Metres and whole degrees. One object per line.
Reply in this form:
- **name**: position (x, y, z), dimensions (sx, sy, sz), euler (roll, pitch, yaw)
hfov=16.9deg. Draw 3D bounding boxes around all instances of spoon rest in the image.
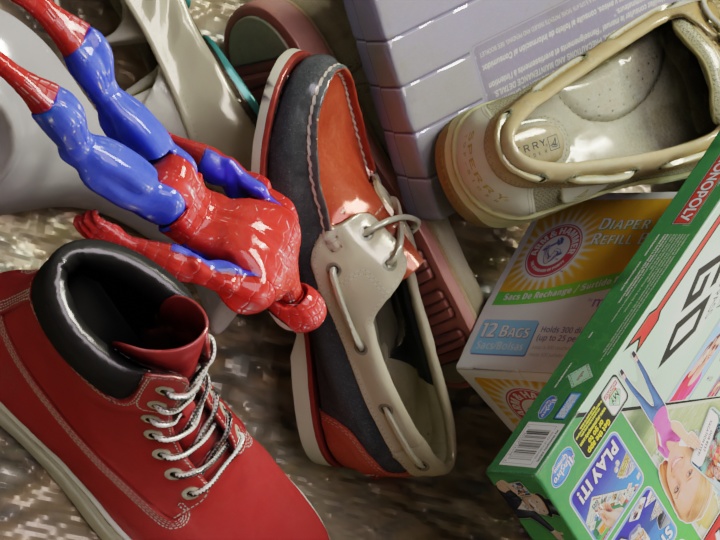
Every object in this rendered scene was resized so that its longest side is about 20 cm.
- **spoon rest**: position (-0.133, -0.043, 1.017), dimensions (0.199, 0.061, 0.100), euler (31, 107, -24)

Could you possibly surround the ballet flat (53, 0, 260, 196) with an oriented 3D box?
- **ballet flat**: position (-0.093, -0.097, 1.061), dimensions (0.069, 0.069, 0.201), euler (-28, 93, -31)

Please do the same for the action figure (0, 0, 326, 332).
- **action figure**: position (-0.084, -0.038, 0.962), dimensions (0.200, 0.052, 0.066), euler (41, 44, -25)

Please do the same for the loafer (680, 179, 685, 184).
- **loafer**: position (0.214, -0.017, 1.150), dimensions (0.075, 0.200, 0.070), euler (-24, 111, -5)

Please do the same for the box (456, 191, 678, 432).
- **box**: position (0.153, 0.064, 1.105), dimensions (0.200, 0.112, 0.102), euler (48, 59, -34)

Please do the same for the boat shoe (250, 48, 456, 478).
- **boat shoe**: position (0.000, 0.000, 1.039), dimensions (0.071, 0.062, 0.201), euler (-41, 131, -49)

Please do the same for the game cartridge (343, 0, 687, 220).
- **game cartridge**: position (0.085, -0.116, 1.077), dimensions (0.199, 0.038, 0.130), euler (-27, 115, -29)

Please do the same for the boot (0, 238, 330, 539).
- **boot**: position (-0.068, 0.068, 0.987), dimensions (0.200, 0.144, 0.073), euler (42, 62, -17)

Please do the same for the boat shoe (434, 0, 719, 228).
- **boat shoe**: position (0.126, -0.075, 1.044), dimensions (0.200, 0.063, 0.074), euler (-20, 87, -28)

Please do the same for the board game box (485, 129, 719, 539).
- **board game box**: position (0.141, 0.056, 0.998), dimensions (0.200, 0.029, 0.135), euler (-53, 123, -29)

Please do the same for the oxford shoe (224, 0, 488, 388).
- **oxford shoe**: position (0.017, -0.044, 1.105), dimensions (0.074, 0.071, 0.201), euler (-33, 100, -39)
